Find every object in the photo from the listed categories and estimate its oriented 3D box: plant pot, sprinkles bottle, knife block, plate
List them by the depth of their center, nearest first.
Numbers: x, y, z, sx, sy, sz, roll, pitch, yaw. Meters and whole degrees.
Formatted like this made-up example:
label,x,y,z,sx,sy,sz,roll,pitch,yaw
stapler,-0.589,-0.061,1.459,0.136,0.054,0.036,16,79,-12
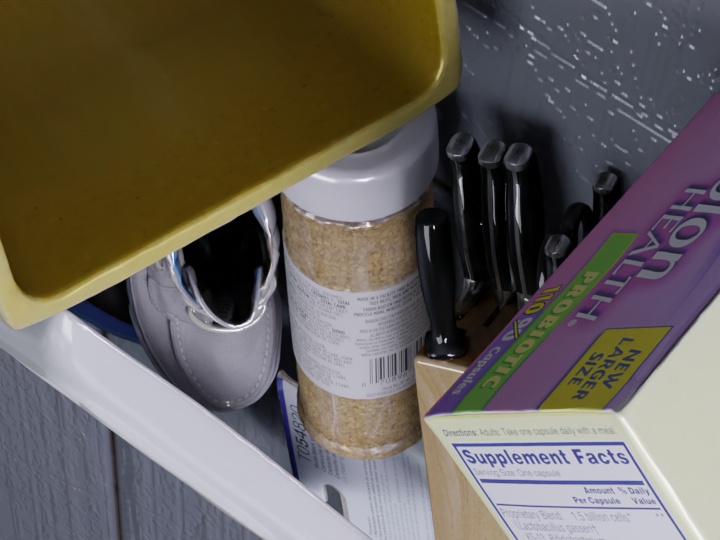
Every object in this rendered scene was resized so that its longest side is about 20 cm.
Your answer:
label,x,y,z,sx,sy,sz,roll,pitch,yaw
plant pot,-0.106,-0.142,0.812,0.200,0.195,0.195,46,158,37
knife block,0.057,0.046,0.931,0.176,0.064,0.200,47,137,-4
sprinkles bottle,0.000,0.000,0.979,0.068,0.068,0.200,31,149,24
plate,-0.101,0.070,1.099,0.200,0.032,0.199,39,171,-23

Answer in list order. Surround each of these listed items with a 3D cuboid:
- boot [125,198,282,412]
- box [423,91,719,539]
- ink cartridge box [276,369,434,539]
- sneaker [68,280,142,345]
label,x,y,z,sx,sy,sz,roll,pitch,yaw
boot,-0.069,0.004,1.022,0.096,0.073,0.201,-115,10,-53
box,0.150,0.065,0.756,0.097,0.176,0.200,-6,125,54
ink cartridge box,0.055,0.144,1.129,0.200,0.041,0.200,29,147,28
sneaker,-0.130,-0.030,1.111,0.199,0.070,0.078,28,119,0
